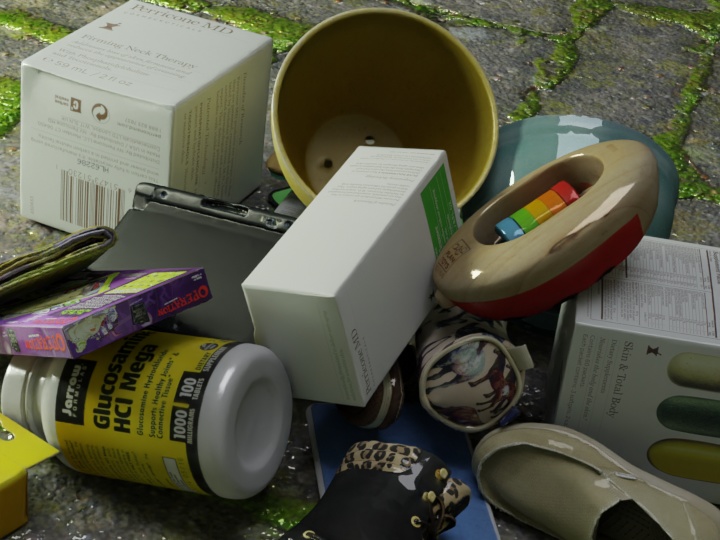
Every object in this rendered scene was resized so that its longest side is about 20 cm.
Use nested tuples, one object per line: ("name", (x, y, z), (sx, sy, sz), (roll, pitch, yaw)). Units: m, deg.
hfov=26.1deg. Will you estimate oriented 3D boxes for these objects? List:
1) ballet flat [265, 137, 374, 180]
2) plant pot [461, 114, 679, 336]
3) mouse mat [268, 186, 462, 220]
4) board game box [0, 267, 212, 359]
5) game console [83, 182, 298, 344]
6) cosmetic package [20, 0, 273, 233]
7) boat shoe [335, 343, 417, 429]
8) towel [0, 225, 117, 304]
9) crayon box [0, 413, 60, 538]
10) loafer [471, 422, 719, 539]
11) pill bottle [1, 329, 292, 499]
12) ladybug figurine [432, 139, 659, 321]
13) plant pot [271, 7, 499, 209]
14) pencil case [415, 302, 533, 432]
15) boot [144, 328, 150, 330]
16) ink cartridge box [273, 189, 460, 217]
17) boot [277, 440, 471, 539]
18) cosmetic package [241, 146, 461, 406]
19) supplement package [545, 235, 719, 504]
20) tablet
("ballet flat", (-0.018, -0.125, 1.523), (0.069, 0.063, 0.200), (21, 18, 34))
("plant pot", (0.183, -0.025, 1.390), (0.200, 0.201, 0.135), (7, 57, 1))
("mouse mat", (0.022, -0.048, 1.545), (0.161, 0.008, 0.200), (-16, 38, -32))
("board game box", (-0.210, 0.030, 1.155), (0.120, 0.032, 0.200), (-19, 11, -34))
("game console", (-0.108, 0.002, 1.306), (0.200, 0.117, 0.176), (15, 1, 31))
("cosmetic package", (-0.205, -0.138, 1.496), (0.167, 0.167, 0.200), (17, 32, 17))
("boat shoe", (0.016, 0.070, 1.279), (0.075, 0.075, 0.202), (12, 21, -17))
("towel", (-0.278, 0.011, 1.237), (0.143, 0.023, 0.200), (-25, 1, -24))
("crayon box", (-0.326, 0.161, 1.095), (0.127, 0.051, 0.200), (28, 38, 30))
("loafer", (0.172, 0.173, 1.146), (0.199, 0.076, 0.068), (18, 22, 17))
("pill bottle", (-0.161, 0.100, 1.150), (0.199, 0.113, 0.112), (5, 28, 26))
("ladybug figurine", (0.147, -0.024, 1.196), (0.200, 0.072, 0.136), (-32, 24, 1))
("plant pot", (0.008, -0.114, 1.392), (0.199, 0.142, 0.201), (3, 75, -12))
("pencil case", (0.089, 0.064, 1.259), (0.089, 0.078, 0.200), (-13, 13, 4))
("boot", (-0.150, 0.061, 1.291), (0.200, 0.070, 0.132), (17, 33, 37))
("ink cartridge box", (-0.010, -0.018, 1.439), (0.162, 0.057, 0.200), (15, 35, 12))
("boot", (0.037, 0.201, 1.063), (0.199, 0.073, 0.151), (14, 43, 24))
("cosmetic package", (0.000, 0.000, 1.196), (0.085, 0.108, 0.200), (5, 39, 27))
("supplement package", (0.258, 0.078, 1.246), (0.199, 0.152, 0.151), (9, 32, 3))
("tablet", (0.031, 0.164, 1.196), (0.130, 0.014, 0.200), (1, 31, -9))
